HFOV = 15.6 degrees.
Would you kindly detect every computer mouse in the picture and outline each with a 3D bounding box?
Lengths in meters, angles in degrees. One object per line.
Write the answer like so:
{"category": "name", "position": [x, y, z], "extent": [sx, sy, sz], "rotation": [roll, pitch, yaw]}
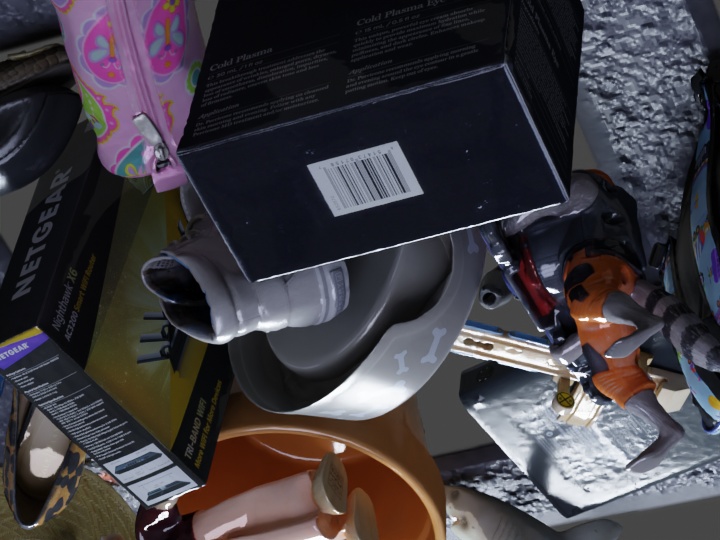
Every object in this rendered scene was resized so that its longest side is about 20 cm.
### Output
{"category": "computer mouse", "position": [-0.246, -0.052, 1.640], "extent": [0.200, 0.046, 0.140], "rotation": [-22, 167, 13]}

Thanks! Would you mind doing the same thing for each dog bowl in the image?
{"category": "dog bowl", "position": [0.000, 0.000, 1.598], "extent": [0.059, 0.200, 0.200], "rotation": [24, 132, -31]}

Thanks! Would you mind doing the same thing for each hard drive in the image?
{"category": "hard drive", "position": [0.187, 0.084, 1.749], "extent": [0.200, 0.033, 0.140], "rotation": [-25, 124, 27]}

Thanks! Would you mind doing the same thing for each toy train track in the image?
{"category": "toy train track", "position": [0.116, 0.064, 1.689], "extent": [0.200, 0.033, 0.115], "rotation": [14, 134, -9]}

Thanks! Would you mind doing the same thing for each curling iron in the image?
{"category": "curling iron", "position": [0.095, 0.009, 1.612], "extent": [0.050, 0.200, 0.026], "rotation": [1, 91, 13]}

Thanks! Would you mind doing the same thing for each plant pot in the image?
{"category": "plant pot", "position": [-0.038, 0.126, 1.746], "extent": [0.200, 0.140, 0.200], "rotation": [3, 132, 4]}

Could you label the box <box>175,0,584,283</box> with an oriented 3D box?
{"category": "box", "position": [0.017, -0.108, 1.499], "extent": [0.200, 0.182, 0.104], "rotation": [-14, 128, 20]}

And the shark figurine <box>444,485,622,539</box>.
{"category": "shark figurine", "position": [0.158, 0.221, 1.843], "extent": [0.215, 0.090, 0.128], "rotation": [50, 164, -24]}

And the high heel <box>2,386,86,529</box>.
{"category": "high heel", "position": [-0.199, 0.066, 1.711], "extent": [0.071, 0.143, 0.200], "rotation": [8, 132, 0]}

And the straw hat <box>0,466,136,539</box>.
{"category": "straw hat", "position": [-0.225, 0.239, 1.850], "extent": [0.201, 0.201, 0.085], "rotation": [-7, 144, 14]}

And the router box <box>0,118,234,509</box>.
{"category": "router box", "position": [-0.143, 0.022, 1.626], "extent": [0.052, 0.200, 0.157], "rotation": [-25, 125, 31]}

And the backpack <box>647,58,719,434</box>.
{"category": "backpack", "position": [0.252, -0.003, 1.547], "extent": [0.134, 0.200, 0.183], "rotation": [7, 129, -3]}

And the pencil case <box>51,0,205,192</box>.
{"category": "pencil case", "position": [-0.137, -0.146, 1.552], "extent": [0.087, 0.087, 0.200], "rotation": [-3, 130, 10]}

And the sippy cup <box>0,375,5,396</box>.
{"category": "sippy cup", "position": [-0.306, 0.062, 1.740], "extent": [0.130, 0.178, 0.140], "rotation": [16, 104, -21]}

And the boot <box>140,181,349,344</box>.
{"category": "boot", "position": [-0.090, -0.017, 1.580], "extent": [0.095, 0.200, 0.074], "rotation": [-15, 116, -22]}

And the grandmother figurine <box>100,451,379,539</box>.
{"category": "grandmother figurine", "position": [-0.095, 0.173, 1.666], "extent": [0.200, 0.061, 0.121], "rotation": [-22, 116, 22]}

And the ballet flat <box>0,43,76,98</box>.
{"category": "ballet flat", "position": [-0.257, -0.100, 1.635], "extent": [0.200, 0.046, 0.067], "rotation": [-25, 167, 27]}

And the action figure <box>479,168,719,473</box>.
{"category": "action figure", "position": [0.148, 0.020, 1.520], "extent": [0.105, 0.194, 0.200], "rotation": [-26, 137, 9]}
